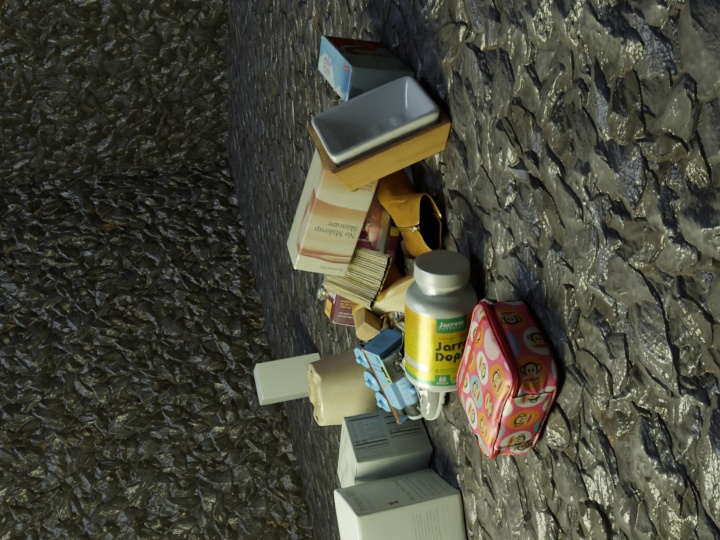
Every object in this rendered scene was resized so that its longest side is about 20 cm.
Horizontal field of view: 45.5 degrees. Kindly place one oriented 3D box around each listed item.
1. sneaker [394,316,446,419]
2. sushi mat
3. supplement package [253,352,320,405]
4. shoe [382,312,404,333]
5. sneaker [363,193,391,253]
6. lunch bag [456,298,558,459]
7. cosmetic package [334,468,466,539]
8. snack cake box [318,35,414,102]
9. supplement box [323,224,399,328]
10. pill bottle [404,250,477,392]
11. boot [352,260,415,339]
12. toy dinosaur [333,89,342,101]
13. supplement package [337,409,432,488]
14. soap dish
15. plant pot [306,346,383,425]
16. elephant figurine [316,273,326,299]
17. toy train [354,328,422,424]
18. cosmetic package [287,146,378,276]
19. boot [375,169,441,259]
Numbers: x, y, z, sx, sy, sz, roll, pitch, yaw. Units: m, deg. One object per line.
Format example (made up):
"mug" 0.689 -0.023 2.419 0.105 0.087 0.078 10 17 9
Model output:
"sneaker" 0.100 0.168 1.525 0.075 0.082 0.201 -170 72 -75
"sushi mat" -0.007 0.005 1.506 0.200 0.012 0.096 20 89 63
"supplement package" -0.222 0.338 2.667 0.117 0.199 0.118 125 134 -69
"shoe" 0.074 0.090 1.641 0.200 0.053 0.070 111 147 -64
"sneaker" 0.007 -0.114 1.565 0.075 0.104 0.201 89 -174 -63
"lunch bag" 0.191 0.137 1.168 0.177 0.081 0.201 -107 17 -44
"cosmetic package" 0.075 0.483 1.578 0.167 0.199 0.167 -170 72 -74
"snack cake box" 0.006 -0.349 1.506 0.200 0.114 0.067 -119 34 -56
"supplement box" 0.000 0.000 1.666 0.131 0.103 0.201 -148 67 -76
"pill bottle" 0.123 0.076 1.318 0.113 0.112 0.201 -123 28 -59
"boot" 0.060 0.021 1.493 0.201 0.071 0.144 -38 29 26
"toy dinosaur" 0.036 -0.285 1.535 0.181 0.200 0.105 24 144 27
"supplement package" 0.046 0.382 1.722 0.201 0.155 0.111 96 161 -46
"soap dish" 0.031 -0.218 1.369 0.158 0.199 0.081 -117 4 -50
"plant pot" -0.012 0.244 1.810 0.200 0.183 0.202 172 90 -76
"elephant figurine" -0.046 -0.065 1.843 0.142 0.155 0.200 49 143 24
"toy train" 0.063 0.198 1.604 0.114 0.087 0.201 18 138 57
"cosmetic package" -0.050 -0.100 1.485 0.087 0.103 0.201 -110 32 -53
"boot" 0.086 -0.117 1.448 0.144 0.070 0.202 145 108 -74
